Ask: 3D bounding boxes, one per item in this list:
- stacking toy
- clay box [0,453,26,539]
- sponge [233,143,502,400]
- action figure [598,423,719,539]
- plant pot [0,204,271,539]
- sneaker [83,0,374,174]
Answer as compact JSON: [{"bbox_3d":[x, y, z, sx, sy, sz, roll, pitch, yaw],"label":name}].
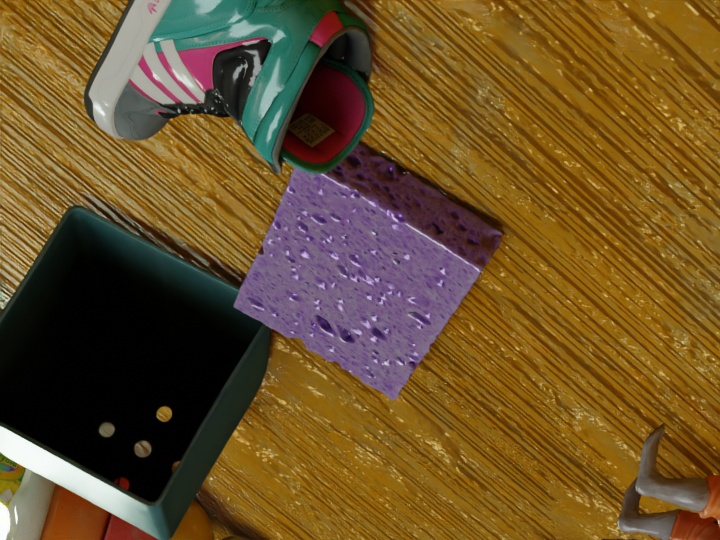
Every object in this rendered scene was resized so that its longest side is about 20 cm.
[{"bbox_3d":[-0.158,0.196,1.732,0.200,0.146,0.146,16,155,-8],"label":"stacking toy"},{"bbox_3d":[-0.288,0.179,1.895,0.115,0.048,0.200,-3,136,50],"label":"clay box"},{"bbox_3d":[0.000,0.000,1.292,0.112,0.030,0.200,31,154,1],"label":"sponge"},{"bbox_3d":[0.219,0.180,1.292,0.193,0.105,0.200,36,153,13],"label":"action figure"},{"bbox_3d":[-0.145,0.083,1.477,0.141,0.141,0.200,27,161,9],"label":"plant pot"},{"bbox_3d":[-0.056,-0.089,1.145,0.121,0.084,0.200,42,153,1],"label":"sneaker"}]
